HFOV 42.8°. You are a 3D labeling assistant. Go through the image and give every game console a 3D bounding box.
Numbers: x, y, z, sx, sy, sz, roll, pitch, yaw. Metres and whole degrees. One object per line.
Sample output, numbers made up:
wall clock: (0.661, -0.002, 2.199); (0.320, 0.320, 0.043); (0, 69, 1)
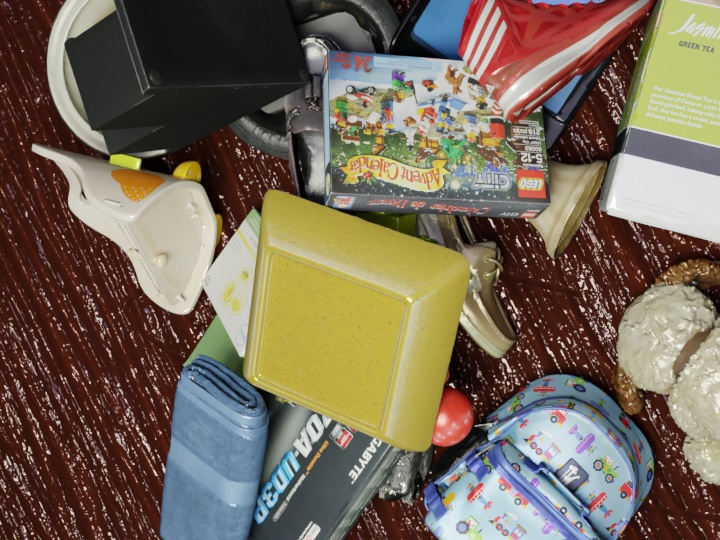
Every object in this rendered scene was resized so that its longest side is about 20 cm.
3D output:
game console: (0.155, -0.237, 0.866); (0.175, 0.116, 0.201); (35, 102, 8)

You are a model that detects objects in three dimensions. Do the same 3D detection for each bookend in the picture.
bookend: (-0.185, -0.169, 0.806); (0.199, 0.198, 0.093); (-18, 90, 37)

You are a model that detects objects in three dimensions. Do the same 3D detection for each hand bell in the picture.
hand bell: (0.129, -0.104, 0.906); (0.199, 0.104, 0.105); (30, 101, 18)

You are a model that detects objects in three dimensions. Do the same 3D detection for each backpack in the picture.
backpack: (0.182, 0.210, 0.892); (0.200, 0.134, 0.183); (-43, 84, 12)

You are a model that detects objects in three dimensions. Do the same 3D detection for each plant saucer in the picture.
plant saucer: (-0.020, 0.054, 0.801); (0.199, 0.048, 0.202); (20, 117, 19)

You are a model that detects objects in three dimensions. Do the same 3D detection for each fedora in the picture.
fedora: (-0.048, -0.205, 0.925); (0.198, 0.092, 0.203); (2, 101, 8)

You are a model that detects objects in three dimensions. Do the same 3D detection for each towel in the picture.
towel: (-0.138, 0.191, 0.880); (0.111, 0.048, 0.202); (29, 117, 35)

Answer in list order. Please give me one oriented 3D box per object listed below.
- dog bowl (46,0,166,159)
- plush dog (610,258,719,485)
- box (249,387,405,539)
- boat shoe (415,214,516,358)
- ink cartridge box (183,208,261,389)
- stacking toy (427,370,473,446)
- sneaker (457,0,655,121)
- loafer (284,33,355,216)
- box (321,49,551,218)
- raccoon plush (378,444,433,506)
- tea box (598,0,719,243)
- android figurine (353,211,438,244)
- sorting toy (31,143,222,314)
dog bowl: (-0.228, -0.217, 0.980); (0.198, 0.074, 0.202); (1, 94, 13)
plush dog: (0.318, 0.087, 0.855); (0.171, 0.160, 0.201); (34, 103, 32)
box: (-0.054, 0.179, 0.913); (0.159, 0.046, 0.201); (40, 101, 28)
boat shoe: (0.106, -0.010, 0.920); (0.066, 0.074, 0.201); (-31, 88, 19)
ink cartridge box: (-0.129, 0.055, 0.953); (0.201, 0.048, 0.146); (-53, 38, 11)
stacking toy: (0.039, 0.071, 0.846); (0.085, 0.085, 0.201); (-35, 86, 14)
sneaker: (0.169, -0.229, 0.821); (0.200, 0.078, 0.116); (-37, 82, -27)
loafer: (-0.036, -0.118, 0.859); (0.071, 0.063, 0.202); (-2, 102, 9)
box: (0.066, -0.120, 0.820); (0.198, 0.038, 0.138); (2, 72, -12)
raccoon plush: (0.010, 0.150, 0.957); (0.133, 0.097, 0.202); (12, 88, 20)
tea box: (0.297, -0.130, 0.799); (0.132, 0.200, 0.199); (16, 97, 11)
android figurine: (0.000, 0.000, 0.929); (0.181, 0.041, 0.202); (8, 105, 38)
sorting toy: (-0.252, -0.069, 0.960); (0.179, 0.200, 0.107); (22, 66, 16)
